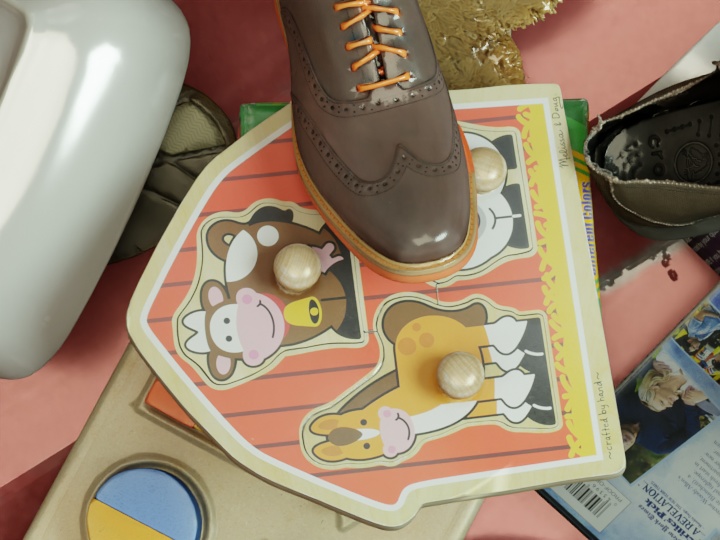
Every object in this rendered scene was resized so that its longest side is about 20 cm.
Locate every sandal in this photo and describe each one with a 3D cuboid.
[{"bbox_3d":[-0.143,-0.022,1.380,0.200,0.055,0.082,-42,97,18],"label":"sandal"}]

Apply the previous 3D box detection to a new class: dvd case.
[{"bbox_3d":[0.183,0.085,1.310,0.143,0.018,0.200,42,128,2],"label":"dvd case"}]

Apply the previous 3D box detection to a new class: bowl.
[{"bbox_3d":[-0.191,-0.070,1.326,0.200,0.075,0.200,26,92,35],"label":"bowl"}]

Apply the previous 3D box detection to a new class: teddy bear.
[{"bbox_3d":[0.032,-0.148,1.330,0.145,0.067,0.200,-24,117,20],"label":"teddy bear"}]

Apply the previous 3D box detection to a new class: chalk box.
[{"bbox_3d":[0.000,0.000,1.305,0.200,0.125,0.124,0,73,-5],"label":"chalk box"}]

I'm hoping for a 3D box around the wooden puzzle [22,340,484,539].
[{"bbox_3d":[-0.046,0.106,1.370,0.185,0.046,0.200,28,91,4],"label":"wooden puzzle"}]

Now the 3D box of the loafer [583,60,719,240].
[{"bbox_3d":[0.180,-0.059,1.213,0.200,0.071,0.073,-21,70,31],"label":"loafer"}]

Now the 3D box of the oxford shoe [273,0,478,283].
[{"bbox_3d":[0.000,-0.085,1.212,0.071,0.073,0.200,-16,58,-7],"label":"oxford shoe"}]

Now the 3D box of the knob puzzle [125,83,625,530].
[{"bbox_3d":[0.001,0.010,1.223,0.219,0.030,0.220,1,74,-3],"label":"knob puzzle"}]

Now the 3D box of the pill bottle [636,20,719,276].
[{"bbox_3d":[0.215,-0.023,1.319,0.112,0.112,0.200,-44,87,2],"label":"pill bottle"}]
